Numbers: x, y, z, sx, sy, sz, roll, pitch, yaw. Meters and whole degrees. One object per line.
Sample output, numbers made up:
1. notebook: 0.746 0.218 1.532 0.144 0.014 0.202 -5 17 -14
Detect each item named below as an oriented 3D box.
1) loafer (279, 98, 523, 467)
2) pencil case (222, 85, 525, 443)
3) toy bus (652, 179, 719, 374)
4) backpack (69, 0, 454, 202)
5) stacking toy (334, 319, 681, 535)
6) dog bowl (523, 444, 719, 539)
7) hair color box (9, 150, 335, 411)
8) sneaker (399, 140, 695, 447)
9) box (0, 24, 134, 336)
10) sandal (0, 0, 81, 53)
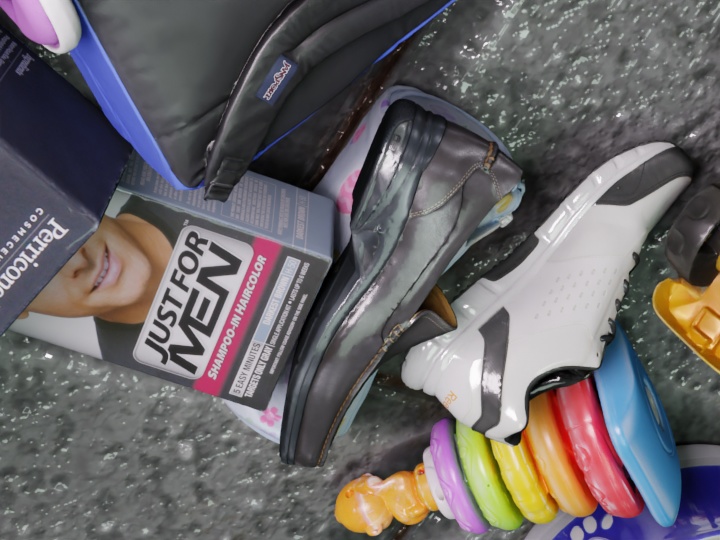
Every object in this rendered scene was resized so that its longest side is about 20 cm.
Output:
1. loafer: 0.014 0.018 1.146 0.072 0.073 0.201 20 117 -6
2. pencil case: 0.000 0.000 1.225 0.090 0.083 0.200 29 115 -18
3. toy bus: 0.278 -0.024 1.278 0.201 0.136 0.192 -56 156 14
4. backpack: -0.051 -0.167 1.008 0.199 0.168 0.163 -35 129 -9
5. stacking toy: 0.078 0.112 1.350 0.199 0.117 0.110 -21 135 12
6. dog bowl: 0.197 0.209 1.481 0.199 0.079 0.201 -11 131 -13
7. hair color box: -0.122 -0.013 1.140 0.199 0.061 0.099 19 121 -10
8. sneaker: 0.114 0.013 1.249 0.200 0.080 0.074 -44 165 -13
9. box: -0.239 -0.034 1.026 0.196 0.124 0.200 39 108 -12
10. sandal: -0.171 -0.130 0.965 0.050 0.203 0.083 -37 126 -10
